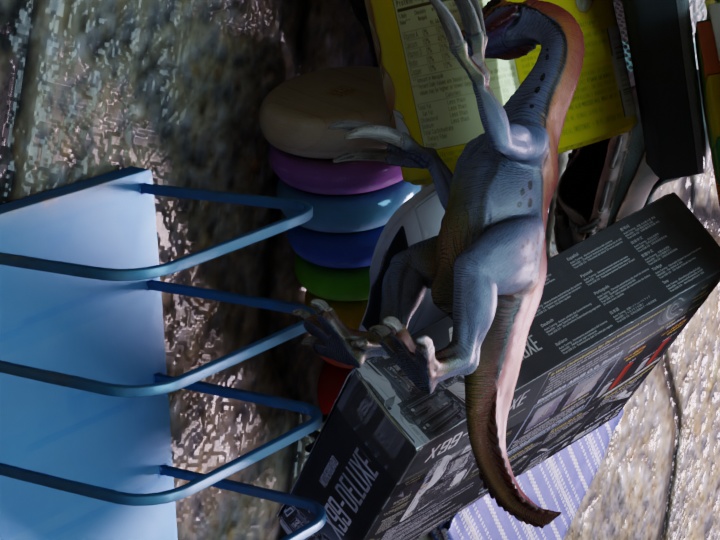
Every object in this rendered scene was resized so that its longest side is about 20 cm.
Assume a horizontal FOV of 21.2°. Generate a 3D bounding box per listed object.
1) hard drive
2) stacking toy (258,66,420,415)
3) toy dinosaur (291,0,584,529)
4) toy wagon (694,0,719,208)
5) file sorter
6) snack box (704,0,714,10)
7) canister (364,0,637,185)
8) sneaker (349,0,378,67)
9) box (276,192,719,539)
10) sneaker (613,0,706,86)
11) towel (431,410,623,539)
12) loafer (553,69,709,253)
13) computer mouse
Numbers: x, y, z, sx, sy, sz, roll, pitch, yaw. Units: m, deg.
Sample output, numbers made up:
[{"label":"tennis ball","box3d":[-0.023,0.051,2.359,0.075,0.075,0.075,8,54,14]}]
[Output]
[{"label":"hard drive","box3d":[0.142,-0.162,0.963,0.201,0.033,0.140,72,13,-49]},{"label":"stacking toy","box3d":[0.000,0.000,1.004,0.085,0.085,0.201,-38,130,-46]},{"label":"toy dinosaur","box3d":[0.052,-0.028,0.822,0.182,0.105,0.200,-46,113,-26]},{"label":"toy wagon","box3d":[0.188,-0.072,0.931,0.155,0.039,0.201,3,77,-81]},{"label":"file sorter","box3d":[-0.094,0.072,0.837,0.138,0.122,0.201,-22,115,-52]},{"label":"snack box","box3d":[0.218,-0.235,1.196,0.068,0.168,0.201,-60,139,-34]},{"label":"canister","box3d":[0.059,-0.152,0.930,0.148,0.086,0.201,-18,98,-49]},{"label":"sneaker","box3d":[0.037,-0.123,1.031,0.200,0.070,0.099,42,54,-52]},{"label":"box","box3d":[0.066,0.059,0.918,0.199,0.050,0.158,-28,159,-28]},{"label":"sneaker","box3d":[0.168,-0.165,1.215,0.078,0.091,0.201,-45,151,-29]},{"label":"towel","box3d":[0.110,0.124,1.246,0.201,0.024,0.145,-58,141,-28]},{"label":"loafer","box3d":[0.143,-0.061,1.134,0.062,0.200,0.072,-3,67,-16]},{"label":"computer mouse","box3d":[0.033,0.027,0.923,0.109,0.044,0.200,-23,153,-22]}]
